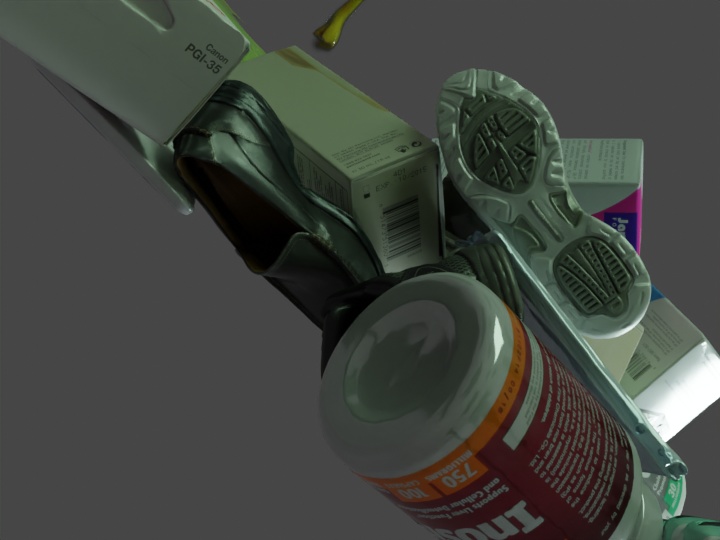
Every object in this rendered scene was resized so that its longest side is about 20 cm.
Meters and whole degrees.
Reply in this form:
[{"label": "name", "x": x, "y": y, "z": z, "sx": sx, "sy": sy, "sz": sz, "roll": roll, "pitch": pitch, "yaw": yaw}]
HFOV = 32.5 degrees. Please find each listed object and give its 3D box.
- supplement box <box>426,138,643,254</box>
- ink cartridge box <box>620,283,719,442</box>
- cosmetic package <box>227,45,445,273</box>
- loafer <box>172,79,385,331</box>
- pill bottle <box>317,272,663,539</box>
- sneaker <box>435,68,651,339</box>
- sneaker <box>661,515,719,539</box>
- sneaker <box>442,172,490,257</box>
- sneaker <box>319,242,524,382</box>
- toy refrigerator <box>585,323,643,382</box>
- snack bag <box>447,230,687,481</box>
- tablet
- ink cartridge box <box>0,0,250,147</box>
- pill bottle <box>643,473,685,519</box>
[{"label": "supplement box", "x": 0.145, "y": -0.052, "z": 1.079, "sx": 0.104, "sy": 0.198, "sz": 0.102, "roll": -66, "pitch": 153, "yaw": -60}, {"label": "ink cartridge box", "x": 0.231, "y": 0.111, "z": 1.183, "sx": 0.084, "sy": 0.200, "sz": 0.145, "roll": 45, "pitch": 7, "yaw": -36}, {"label": "cosmetic package", "x": -0.023, "y": -0.074, "z": 0.879, "sx": 0.200, "sy": 0.071, "sz": 0.106, "roll": 44, "pitch": -32, "yaw": 46}, {"label": "loafer", "x": -0.051, "y": -0.018, "z": 0.765, "sx": 0.200, "sy": 0.072, "sz": 0.072, "roll": 51, "pitch": 37, "yaw": -20}, {"label": "pill bottle", "x": 0.078, "y": 0.099, "z": 0.654, "sx": 0.200, "sy": 0.113, "sz": 0.113, "roll": 43, "pitch": 8, "yaw": -35}, {"label": "sneaker", "x": 0.107, "y": -0.037, "z": 0.811, "sx": 0.201, "sy": 0.078, "sz": 0.099, "roll": 61, "pitch": -6, "yaw": 10}, {"label": "sneaker", "x": 0.193, "y": 0.216, "z": 0.716, "sx": 0.077, "sy": 0.141, "sz": 0.200, "roll": 9, "pitch": -11, "yaw": -2}, {"label": "sneaker", "x": 0.066, "y": 0.010, "z": 0.946, "sx": 0.074, "sy": 0.088, "sz": 0.201, "roll": 35, "pitch": -30, "yaw": 24}, {"label": "sneaker", "x": 0.024, "y": 0.052, "z": 0.755, "sx": 0.200, "sy": 0.113, "sz": 0.077, "roll": 103, "pitch": -25, "yaw": -66}, {"label": "toy refrigerator", "x": 0.157, "y": 0.066, "z": 1.116, "sx": 0.070, "sy": 0.076, "sz": 0.200, "roll": 36, "pitch": -18, "yaw": -23}, {"label": "snack bag", "x": 0.124, "y": 0.052, "z": 0.800, "sx": 0.189, "sy": 0.021, "sz": 0.200, "roll": 53, "pitch": -6, "yaw": 4}, {"label": "tablet", "x": -0.148, "y": -0.104, "z": 0.795, "sx": 0.130, "sy": 0.014, "sz": 0.200, "roll": 46, "pitch": 7, "yaw": -14}, {"label": "ink cartridge box", "x": -0.169, "y": -0.179, "z": 0.718, "sx": 0.146, "sy": 0.083, "sz": 0.200, "roll": 34, "pitch": 12, "yaw": -43}, {"label": "pill bottle", "x": 0.167, "y": 0.139, "z": 0.987, "sx": 0.200, "sy": 0.113, "sz": 0.113, "roll": 43, "pitch": 8, "yaw": -34}]
